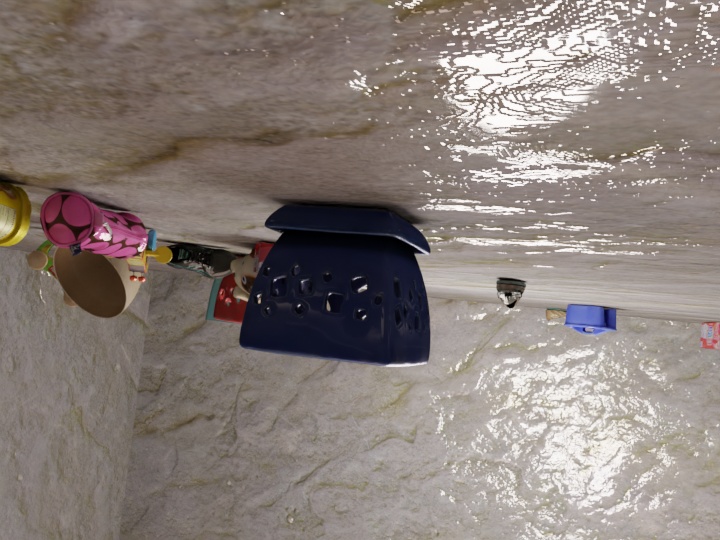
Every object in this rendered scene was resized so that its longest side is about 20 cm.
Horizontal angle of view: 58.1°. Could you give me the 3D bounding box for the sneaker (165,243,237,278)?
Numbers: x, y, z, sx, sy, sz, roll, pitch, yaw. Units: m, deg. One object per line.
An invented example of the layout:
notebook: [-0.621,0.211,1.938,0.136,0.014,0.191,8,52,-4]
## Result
sneaker: [-0.401,-0.025,1.591,0.197,0.077,0.079,6,174,6]

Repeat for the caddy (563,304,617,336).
caddy: [0.828,0.184,2.333,0.140,0.107,0.199,9,175,-26]

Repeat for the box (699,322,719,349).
box: [1.387,0.254,2.490,0.093,0.104,0.200,5,175,11]

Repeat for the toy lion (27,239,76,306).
toy lion: [-0.712,-0.018,1.662,0.200,0.192,0.069,49,164,-12]

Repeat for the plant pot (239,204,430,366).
plant pot: [-0.018,0.020,0.820,0.197,0.182,0.200,5,177,21]

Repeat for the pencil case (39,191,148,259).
pencil case: [-0.395,-0.062,0.989,0.092,0.092,0.200,-8,177,3]

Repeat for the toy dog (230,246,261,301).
toy dog: [-0.205,0.019,1.461,0.191,0.142,0.200,4,174,20]

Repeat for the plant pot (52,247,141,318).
plant pot: [-0.580,-0.011,1.495,0.198,0.203,0.135,5,-148,23]

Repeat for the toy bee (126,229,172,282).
toy bee: [-0.447,-0.032,1.326,0.129,0.110,0.200,4,176,10]

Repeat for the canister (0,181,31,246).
canister: [-0.525,-0.088,0.800,0.146,0.088,0.200,6,175,-2]

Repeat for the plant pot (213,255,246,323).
plant pot: [-0.297,0.057,1.787,0.197,0.185,0.200,6,176,0]

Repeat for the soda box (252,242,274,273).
soda box: [-0.121,-0.014,1.355,0.197,0.064,0.070,7,177,-18]

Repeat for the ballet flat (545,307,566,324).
ballet flat: [0.901,0.203,2.808,0.198,0.066,0.070,4,175,31]

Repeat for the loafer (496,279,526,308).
loafer: [0.378,0.061,1.623,0.071,0.064,0.200,5,176,18]

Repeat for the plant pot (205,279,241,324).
plant pot: [-0.456,0.084,2.320,0.139,0.203,0.141,7,176,4]
